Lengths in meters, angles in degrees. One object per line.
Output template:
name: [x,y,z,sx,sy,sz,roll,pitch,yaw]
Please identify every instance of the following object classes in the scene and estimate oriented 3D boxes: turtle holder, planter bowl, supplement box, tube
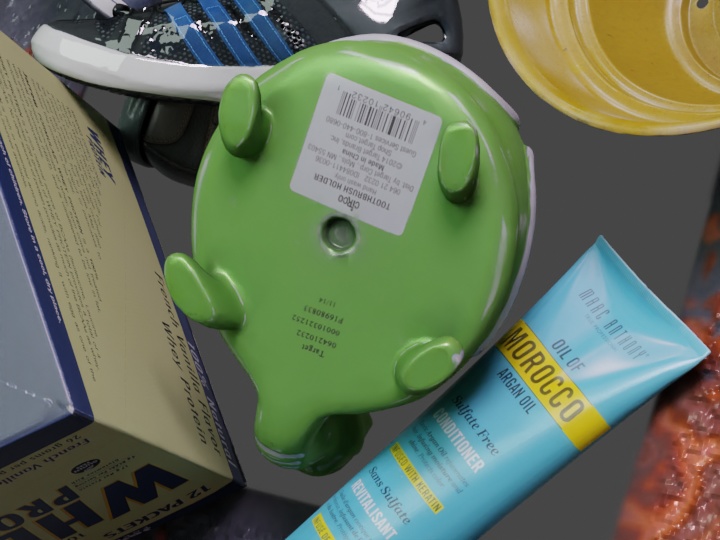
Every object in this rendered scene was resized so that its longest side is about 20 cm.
turtle holder: [0.010,-0.005,0.757,0.141,0.132,0.186,-7,98,20]
planter bowl: [0.157,-0.130,0.739,0.200,0.083,0.201,-15,62,30]
supplement box: [-0.169,0.017,0.788,0.134,0.200,0.200,-24,71,8]
tube: [0.047,0.076,0.752,0.200,0.050,0.077,-42,55,6]

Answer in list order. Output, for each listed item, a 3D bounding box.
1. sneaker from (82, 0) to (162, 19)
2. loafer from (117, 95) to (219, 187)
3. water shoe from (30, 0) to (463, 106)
sneaker: [-0.113,-0.234,0.987,0.146,0.077,0.203,-36,51,20]
loafer: [-0.049,-0.134,0.912,0.063,0.072,0.200,28,94,21]
water shoe: [-0.051,-0.115,0.849,0.199,0.072,0.079,6,93,2]
